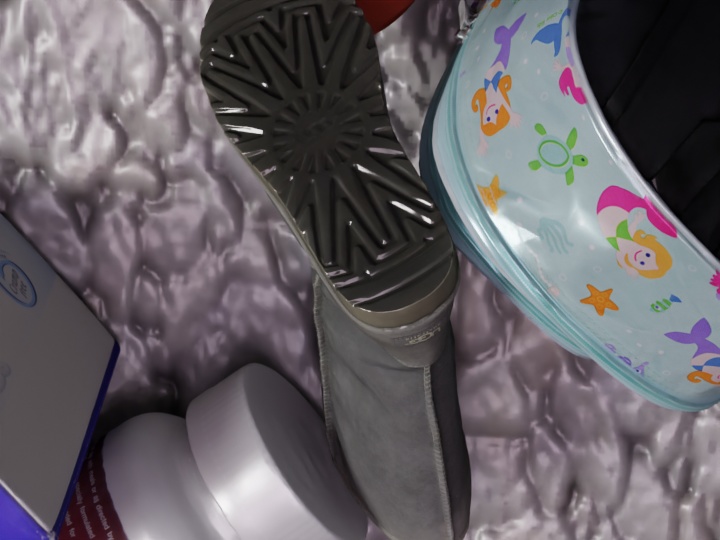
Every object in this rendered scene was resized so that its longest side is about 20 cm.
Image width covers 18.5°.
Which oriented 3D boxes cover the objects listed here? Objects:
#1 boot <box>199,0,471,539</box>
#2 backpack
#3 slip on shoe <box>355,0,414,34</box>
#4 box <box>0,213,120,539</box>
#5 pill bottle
[{"bbox_3d":[-0.002,0.000,0.888,0.072,0.183,0.200,-20,152,-1],"label":"boot"},{"bbox_3d":[0.113,-0.049,0.830,0.177,0.201,0.150,42,127,-16],"label":"backpack"},{"bbox_3d":[0.045,-0.158,0.843,0.074,0.061,0.200,22,122,-43],"label":"slip on shoe"},{"bbox_3d":[-0.211,0.089,0.899,0.200,0.184,0.105,-39,106,16],"label":"box"},{"bbox_3d":[-0.102,0.131,0.955,0.199,0.110,0.110,-34,108,14],"label":"pill bottle"}]
